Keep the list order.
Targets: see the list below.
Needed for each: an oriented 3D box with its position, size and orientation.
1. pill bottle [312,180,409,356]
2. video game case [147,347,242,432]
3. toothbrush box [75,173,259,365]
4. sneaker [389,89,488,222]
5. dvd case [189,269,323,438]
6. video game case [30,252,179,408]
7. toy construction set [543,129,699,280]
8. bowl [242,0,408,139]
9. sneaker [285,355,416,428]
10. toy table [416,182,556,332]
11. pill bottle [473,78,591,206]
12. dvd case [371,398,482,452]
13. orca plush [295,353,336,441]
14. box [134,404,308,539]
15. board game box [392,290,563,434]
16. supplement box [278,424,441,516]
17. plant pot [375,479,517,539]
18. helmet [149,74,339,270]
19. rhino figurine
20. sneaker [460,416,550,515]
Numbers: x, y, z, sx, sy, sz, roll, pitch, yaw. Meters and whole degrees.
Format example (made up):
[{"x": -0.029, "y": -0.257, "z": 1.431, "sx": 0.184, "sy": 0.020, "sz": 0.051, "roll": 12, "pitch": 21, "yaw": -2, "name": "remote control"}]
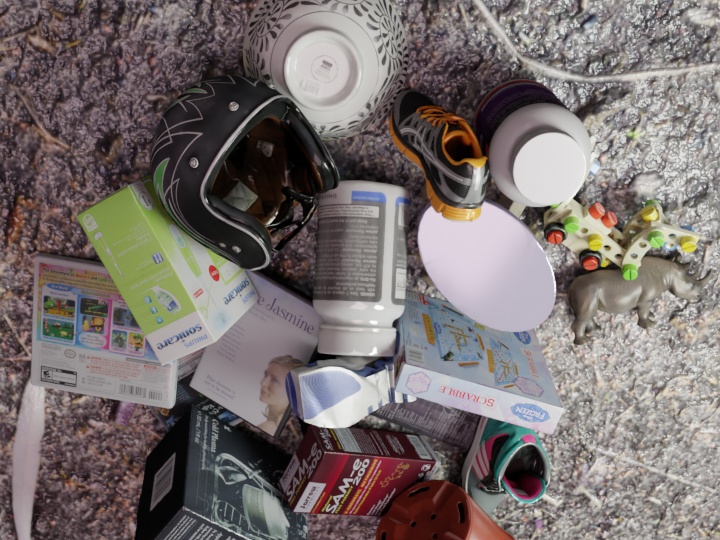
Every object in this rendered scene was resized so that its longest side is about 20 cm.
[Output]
[{"x": 0.000, "y": 0.000, "z": 1.046, "sx": 0.112, "sy": 0.114, "sz": 0.203, "roll": 4, "pitch": 87, "yaw": -2, "name": "pill bottle"}, {"x": -0.213, "y": 0.136, "z": 1.192, "sx": 0.198, "sy": 0.023, "sz": 0.183, "roll": -29, "pitch": 109, "yaw": 11, "name": "video game case"}, {"x": -0.224, "y": -0.013, "z": 1.038, "sx": 0.085, "sy": 0.146, "sz": 0.202, "roll": -23, "pitch": 100, "yaw": 21, "name": "toothbrush box"}, {"x": 0.095, "y": -0.147, "z": 0.985, "sx": 0.077, "sy": 0.201, "sz": 0.078, "roll": -8, "pitch": 140, "yaw": -24, "name": "sneaker"}, {"x": -0.130, "y": 0.105, "z": 1.135, "sx": 0.142, "sy": 0.018, "sz": 0.202, "roll": 29, "pitch": 110, "yaw": 8, "name": "dvd case"}, {"x": -0.336, "y": 0.081, "z": 1.149, "sx": 0.197, "sy": 0.024, "sz": 0.185, "roll": 9, "pitch": 106, "yaw": 2, "name": "video game case"}, {"x": 0.303, "y": -0.069, "z": 1.066, "sx": 0.200, "sy": 0.092, "sz": 0.131, "roll": 43, "pitch": 131, "yaw": -8, "name": "toy construction set"}, {"x": -0.042, "y": -0.237, "z": 0.995, "sx": 0.198, "sy": 0.094, "sz": 0.203, "roll": 0, "pitch": 112, "yaw": 0, "name": "bowl"}, {"x": -0.014, "y": 0.139, "z": 1.117, "sx": 0.197, "sy": 0.115, "sz": 0.082, "roll": -8, "pitch": 102, "yaw": -30, "name": "sneaker"}, {"x": 0.148, "y": -0.026, "z": 1.072, "sx": 0.183, "sy": 0.117, "sz": 0.201, "roll": -32, "pitch": 109, "yaw": 13, "name": "toy table"}, {"x": 0.192, "y": -0.142, "z": 0.976, "sx": 0.111, "sy": 0.200, "sz": 0.114, "roll": 0, "pitch": 113, "yaw": 0, "name": "pill bottle"}, {"x": 0.104, "y": 0.163, "z": 1.206, "sx": 0.198, "sy": 0.016, "sz": 0.150, "roll": 21, "pitch": 112, "yaw": -10, "name": "dvd case"}, {"x": -0.067, "y": 0.178, "z": 1.164, "sx": 0.104, "sy": 0.071, "sz": 0.203, "roll": 8, "pitch": 104, "yaw": -20, "name": "orca plush"}, {"x": -0.182, "y": 0.320, "z": 1.157, "sx": 0.196, "sy": 0.201, "sz": 0.124, "roll": 35, "pitch": 110, "yaw": -24, "name": "box"}, {"x": 0.137, "y": 0.107, "z": 1.083, "sx": 0.197, "sy": 0.201, "sz": 0.042, "roll": 16, "pitch": 114, "yaw": -6, "name": "board game box"}, {"x": 0.001, "y": 0.276, "z": 1.187, "sx": 0.198, "sy": 0.061, "sz": 0.110, "roll": 13, "pitch": 115, "yaw": -34, "name": "supplement box"}, {"x": 0.128, "y": 0.402, "z": 1.186, "sx": 0.199, "sy": 0.202, "sz": 0.196, "roll": -28, "pitch": 123, "yaw": 11, "name": "plant pot"}, {"x": -0.139, "y": -0.117, "z": 0.960, "sx": 0.199, "sy": 0.201, "sz": 0.191, "roll": -35, "pitch": 111, "yaw": 14, "name": "helmet"}, {"x": 0.361, "y": 0.028, "z": 1.124, "sx": 0.197, "sy": 0.060, "sz": 0.089, "roll": -16, "pitch": 102, "yaw": 3, "name": "rhino figurine"}, {"x": 0.202, "y": 0.286, "z": 1.192, "sx": 0.082, "sy": 0.121, "sz": 0.202, "roll": 0, "pitch": 118, "yaw": -16, "name": "sneaker"}]
